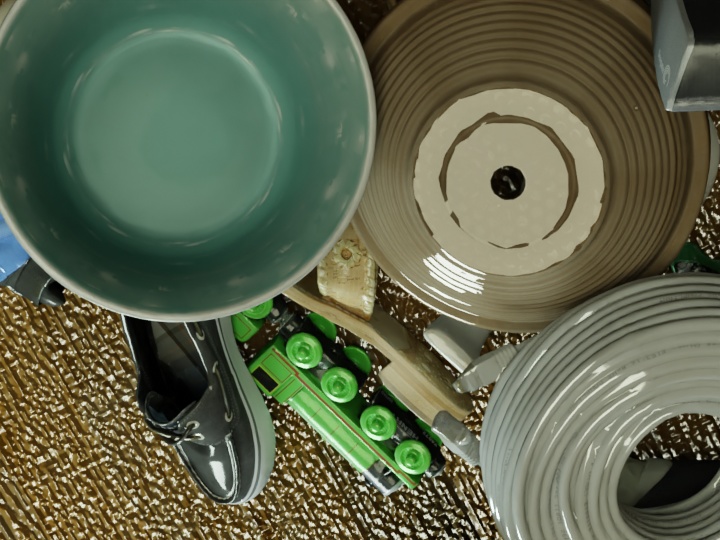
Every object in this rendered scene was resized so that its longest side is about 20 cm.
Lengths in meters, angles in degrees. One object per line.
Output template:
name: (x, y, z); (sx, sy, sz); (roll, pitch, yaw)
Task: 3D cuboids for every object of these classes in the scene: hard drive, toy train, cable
hard drive: (0.210, -0.147, 1.030); (0.134, 0.200, 0.042); (-1, 126, 10)
toy train: (-0.032, 0.057, 1.225); (0.200, 0.042, 0.056); (45, 119, -5)
cable: (0.164, 0.096, 1.097); (0.200, 0.069, 0.200); (-34, 116, 7)

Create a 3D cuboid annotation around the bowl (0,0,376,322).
bowl: (-0.095, -0.074, 1.089); (0.200, 0.105, 0.202); (0, 89, -6)

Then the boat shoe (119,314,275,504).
boat shoe: (-0.100, 0.064, 1.199); (0.070, 0.066, 0.201); (12, 129, 26)

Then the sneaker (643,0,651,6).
sneaker: (0.214, -0.126, 1.084); (0.199, 0.112, 0.073); (10, 108, 7)

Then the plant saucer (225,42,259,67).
plant saucer: (-0.110, -0.204, 1.152); (0.200, 0.051, 0.201); (3, 107, 9)

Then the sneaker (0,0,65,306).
sneaker: (-0.178, -0.059, 1.174); (0.111, 0.077, 0.200); (28, 132, 2)

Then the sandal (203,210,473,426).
sandal: (0.000, -0.002, 1.186); (0.212, 0.078, 0.070); (43, 104, -13)

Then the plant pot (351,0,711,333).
plant pot: (0.079, -0.056, 1.075); (0.200, 0.093, 0.202); (3, 107, 10)

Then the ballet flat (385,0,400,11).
ballet flat: (0.061, -0.216, 1.105); (0.068, 0.072, 0.201); (27, 110, 3)

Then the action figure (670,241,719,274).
action figure: (0.241, 0.063, 1.171); (0.118, 0.055, 0.200); (-41, 92, 22)

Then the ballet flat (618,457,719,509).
ballet flat: (0.135, 0.153, 1.209); (0.200, 0.073, 0.073); (-39, 97, 22)

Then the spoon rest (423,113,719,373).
spoon rest: (0.115, -0.028, 1.170); (0.099, 0.061, 0.200); (43, 96, -6)
